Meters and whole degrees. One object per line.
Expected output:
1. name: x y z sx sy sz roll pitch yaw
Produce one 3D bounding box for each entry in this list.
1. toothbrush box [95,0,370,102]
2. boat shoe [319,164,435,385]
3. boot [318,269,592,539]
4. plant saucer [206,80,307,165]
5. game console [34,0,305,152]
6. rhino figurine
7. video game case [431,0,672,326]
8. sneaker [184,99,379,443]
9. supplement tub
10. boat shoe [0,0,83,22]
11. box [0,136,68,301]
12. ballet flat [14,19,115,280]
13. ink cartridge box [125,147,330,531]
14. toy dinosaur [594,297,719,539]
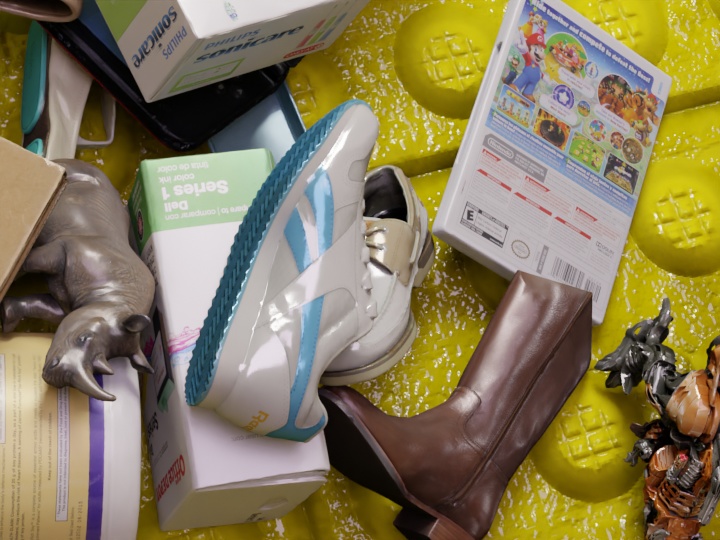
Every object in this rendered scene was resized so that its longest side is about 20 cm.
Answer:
1. toothbrush box: -0.100 -0.222 1.072 0.145 0.086 0.201 -23 80 -36
2. boat shoe: 0.000 0.000 1.102 0.074 0.200 0.069 -8 115 13
3. boot: 0.066 0.062 1.123 0.200 0.064 0.187 -54 133 -19
4. plant saucer: -0.079 -0.107 1.198 0.070 0.019 0.201 -19 79 -20
5. game console: -0.117 -0.206 1.142 0.200 0.119 0.172 44 44 4
6. rhino figurine: -0.164 0.004 1.014 0.087 0.060 0.200 -8 42 -18
7. video game case: 0.136 -0.081 1.221 0.143 0.018 0.201 30 67 -24
8. sneaker: -0.028 -0.001 0.997 0.080 0.076 0.201 26 73 -16
9. supplement tub: -0.232 0.108 1.022 0.199 0.145 0.146 2 72 -14
10. boat shoe: -0.259 -0.192 1.052 0.199 0.071 0.065 6 67 -21
11. box: -0.285 -0.028 0.963 0.199 0.021 0.164 25 70 1
12. ballet flat: -0.192 -0.076 1.138 0.069 0.069 0.201 11 70 -10
13. ink cartridge box: -0.089 0.047 1.077 0.083 0.145 0.201 -6 74 -16
14. toy dinosaur: 0.227 0.088 1.145 0.102 0.136 0.200 31 109 -18
